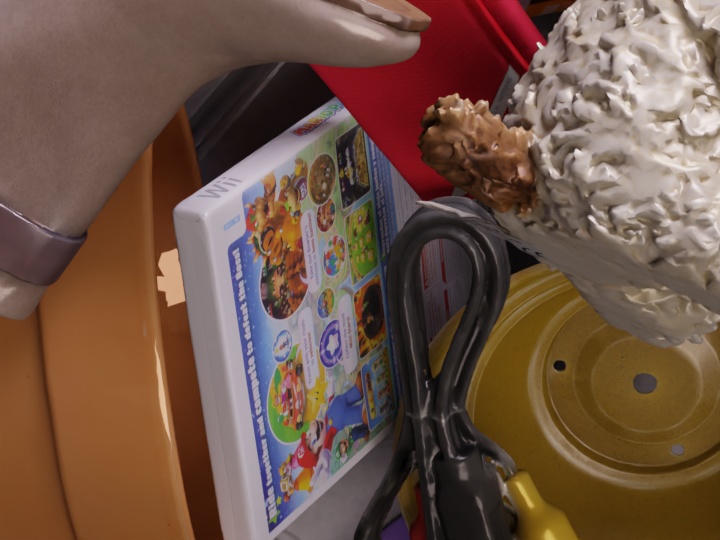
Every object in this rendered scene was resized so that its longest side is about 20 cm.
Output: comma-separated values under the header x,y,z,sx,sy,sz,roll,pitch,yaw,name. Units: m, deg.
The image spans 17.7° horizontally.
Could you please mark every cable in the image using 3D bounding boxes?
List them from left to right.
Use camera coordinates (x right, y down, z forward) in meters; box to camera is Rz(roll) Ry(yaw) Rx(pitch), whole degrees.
x,y,z,sx,sy,sz,roll,pitch,yaw,name
0.035,0.064,0.914,0.097,0.050,0.201,-4,108,26,cable

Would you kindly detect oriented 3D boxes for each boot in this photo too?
x,y,z,sx,sy,sz,roll,pitch,yaw,name
-0.089,-0.053,0.742,0.070,0.200,0.147,5,110,-64,boot

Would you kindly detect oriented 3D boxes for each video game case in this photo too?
x,y,z,sx,sy,sz,roll,pitch,yaw,name
0.000,0.000,0.911,0.200,0.018,0.144,-39,131,-47,video game case

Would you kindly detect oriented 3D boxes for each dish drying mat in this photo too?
x,y,z,sx,sy,sz,roll,pitch,yaw,name
0.009,-0.094,0.816,0.077,0.018,0.200,-21,136,22,dish drying mat

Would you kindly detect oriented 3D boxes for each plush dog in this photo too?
x,y,z,sx,sy,sz,roll,pitch,yaw,name
0.117,-0.076,0.773,0.160,0.200,0.172,29,81,-17,plush dog

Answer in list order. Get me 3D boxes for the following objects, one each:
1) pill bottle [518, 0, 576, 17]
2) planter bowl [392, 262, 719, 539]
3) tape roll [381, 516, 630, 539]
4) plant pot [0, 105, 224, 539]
x,y,z,sx,sy,sz,roll,pitch,yaw,name
0.083,-0.158,0.882,0.199,0.116,0.117,-13,117,-12,pill bottle
0.117,0.064,0.962,0.200,0.084,0.201,3,116,7,planter bowl
0.075,0.196,1.070,0.200,0.066,0.201,-8,115,-16,tape roll
-0.129,0.029,0.866,0.140,0.200,0.201,-6,116,3,plant pot
